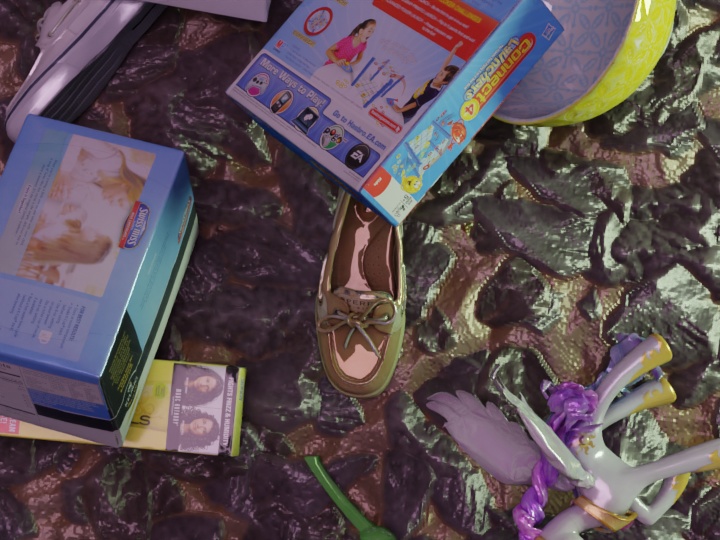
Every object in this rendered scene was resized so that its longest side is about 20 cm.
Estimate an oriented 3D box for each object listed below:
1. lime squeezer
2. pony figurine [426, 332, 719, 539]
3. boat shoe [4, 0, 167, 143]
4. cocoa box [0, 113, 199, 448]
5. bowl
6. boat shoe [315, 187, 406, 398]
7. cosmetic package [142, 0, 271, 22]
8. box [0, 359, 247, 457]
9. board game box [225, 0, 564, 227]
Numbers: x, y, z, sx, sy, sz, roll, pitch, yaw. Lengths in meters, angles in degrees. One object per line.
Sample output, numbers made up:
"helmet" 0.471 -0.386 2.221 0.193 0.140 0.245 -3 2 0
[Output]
"lime squeezer" -0.003 0.243 1.460 0.070 0.038 0.200 -5 85 3
"pony figurine" 0.164 0.137 1.417 0.200 0.167 0.193 -35 91 -16
"boat shoe" -0.226 -0.187 1.506 0.067 0.074 0.200 38 75 11
"cocoa box" -0.216 0.007 1.416 0.133 0.131 0.200 13 64 8
"bowl" 0.177 -0.200 1.446 0.108 0.200 0.201 10 83 -39
"boat shoe" 0.000 0.000 1.471 0.073 0.063 0.200 1 85 3
"cosmetic package" -0.155 -0.283 1.485 0.200 0.052 0.151 10 59 4
"box" -0.193 0.103 1.479 0.200 0.050 0.075 6 85 4
"board game box" 0.022 -0.160 1.434 0.196 0.056 0.200 -49 44 -2
